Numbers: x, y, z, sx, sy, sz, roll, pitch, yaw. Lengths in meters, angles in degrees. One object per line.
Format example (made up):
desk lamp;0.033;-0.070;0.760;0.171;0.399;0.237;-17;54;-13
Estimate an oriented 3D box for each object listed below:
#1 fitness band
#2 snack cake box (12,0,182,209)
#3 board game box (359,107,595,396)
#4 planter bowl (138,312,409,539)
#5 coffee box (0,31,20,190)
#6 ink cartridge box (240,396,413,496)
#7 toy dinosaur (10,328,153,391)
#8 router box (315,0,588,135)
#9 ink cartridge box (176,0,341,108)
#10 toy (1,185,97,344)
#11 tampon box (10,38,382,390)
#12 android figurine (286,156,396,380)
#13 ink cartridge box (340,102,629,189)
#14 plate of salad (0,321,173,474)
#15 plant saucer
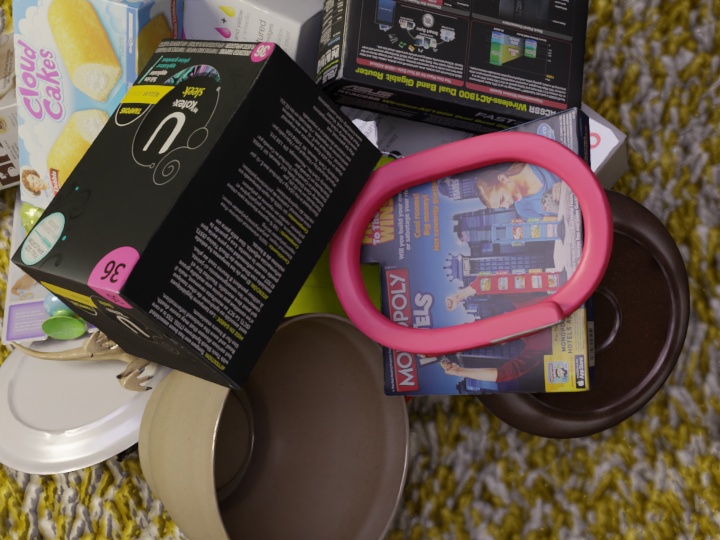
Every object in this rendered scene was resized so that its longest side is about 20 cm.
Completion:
fitness band;0.076;-0.018;1.089;0.200;0.037;0.144;-14;82;14
snack cake box;-0.204;-0.136;1.213;0.115;0.067;0.200;18;124;19
board game box;0.068;-0.011;1.139;0.200;0.062;0.200;-2;88;17
planter bowl;-0.078;0.129;1.160;0.135;0.200;0.201;2;78;44
coffee box;-0.361;-0.118;1.335;0.200;0.080;0.114;-17;42;7
ink cartridge box;-0.064;0.093;1.263;0.200;0.057;0.163;-46;74;15
toy dinosaur;-0.179;0.056;1.213;0.200;0.101;0.058;-21;103;6
router box;0.071;-0.186;1.165;0.200;0.062;0.150;10;77;-20
ink cartridge box;-0.108;-0.196;1.260;0.200;0.145;0.145;26;128;17
toy;-0.246;-0.039;1.309;0.115;0.047;0.200;-8;61;9
tampon box;-0.113;-0.044;1.083;0.150;0.126;0.200;11;65;50
android figurine;0.000;0.000;1.220;0.200;0.041;0.182;8;100;15
ink cartridge box;0.097;-0.103;1.264;0.200;0.084;0.146;38;89;15
plate of salad;-0.214;0.092;1.269;0.200;0.048;0.200;-14;40;13
plant saucer;0.169;0.036;1.199;0.200;0.032;0.200;-3;102;-17
